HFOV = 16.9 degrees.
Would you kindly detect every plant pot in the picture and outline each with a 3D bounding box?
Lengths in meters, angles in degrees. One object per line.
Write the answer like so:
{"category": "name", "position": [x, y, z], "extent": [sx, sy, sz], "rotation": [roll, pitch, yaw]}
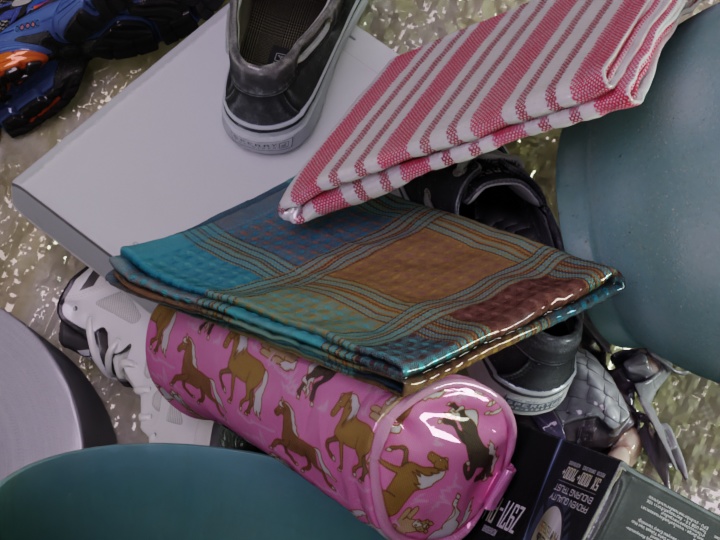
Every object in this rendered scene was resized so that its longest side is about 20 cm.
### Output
{"category": "plant pot", "position": [-0.074, 0.189, 1.070], "extent": [0.199, 0.200, 0.162], "rotation": [13, 108, 16]}
{"category": "plant pot", "position": [0.174, -0.032, 1.152], "extent": [0.133, 0.200, 0.202], "rotation": [-11, 72, 26]}

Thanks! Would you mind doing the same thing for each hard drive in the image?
{"category": "hard drive", "position": [-0.063, -0.062, 1.250], "extent": [0.132, 0.026, 0.200], "rotation": [36, 58, 19]}

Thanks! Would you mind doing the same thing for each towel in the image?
{"category": "towel", "position": [0.000, 0.000, 1.100], "extent": [0.199, 0.146, 0.022], "rotation": [19, 122, 43]}
{"category": "towel", "position": [0.064, -0.084, 1.128], "extent": [0.199, 0.147, 0.030], "rotation": [-19, 111, 35]}

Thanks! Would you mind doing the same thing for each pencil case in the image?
{"category": "pencil case", "position": [-0.016, 0.058, 1.097], "extent": [0.086, 0.084, 0.200], "rotation": [-19, 26, -29]}

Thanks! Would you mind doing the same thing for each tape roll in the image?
{"category": "tape roll", "position": [-0.227, 0.113, 1.265], "extent": [0.198, 0.066, 0.202], "rotation": [-3, 75, 12]}

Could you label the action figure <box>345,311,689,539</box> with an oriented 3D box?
{"category": "action figure", "position": [0.075, 0.082, 1.188], "extent": [0.199, 0.070, 0.130], "rotation": [-26, 52, -12]}

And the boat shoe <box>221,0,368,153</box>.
{"category": "boat shoe", "position": [-0.028, -0.154, 1.259], "extent": [0.071, 0.071, 0.201], "rotation": [8, 54, 1]}

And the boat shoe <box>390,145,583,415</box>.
{"category": "boat shoe", "position": [0.061, -0.028, 1.186], "extent": [0.071, 0.068, 0.201], "rotation": [-4, 53, -18]}

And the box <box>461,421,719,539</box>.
{"category": "box", "position": [0.144, 0.153, 1.070], "extent": [0.199, 0.164, 0.087], "rotation": [29, 85, -18]}

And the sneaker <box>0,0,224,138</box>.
{"category": "sneaker", "position": [-0.151, -0.151, 1.302], "extent": [0.199, 0.075, 0.079], "rotation": [-28, 63, 18]}

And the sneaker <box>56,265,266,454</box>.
{"category": "sneaker", "position": [-0.101, 0.063, 1.249], "extent": [0.114, 0.076, 0.202], "rotation": [-5, 60, 20]}
